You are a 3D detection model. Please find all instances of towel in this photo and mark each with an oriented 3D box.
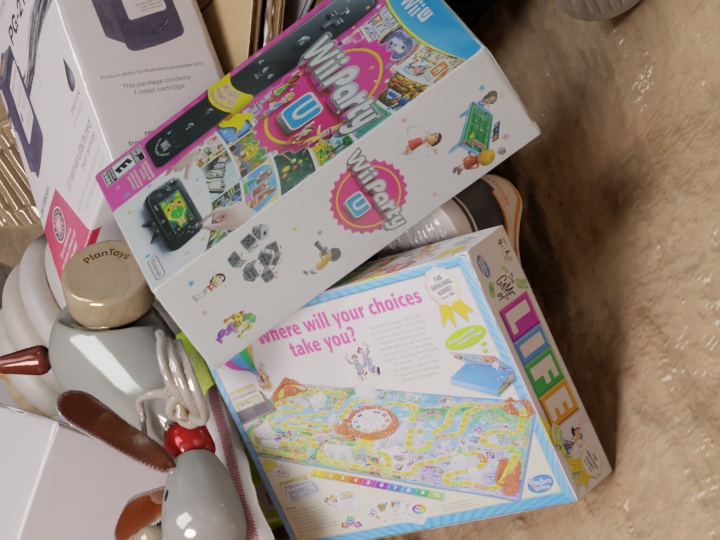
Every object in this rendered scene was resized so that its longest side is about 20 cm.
[{"bbox_3d":[-0.073,0.180,1.581,0.147,0.030,0.201,-112,28,-53],"label":"towel"}]

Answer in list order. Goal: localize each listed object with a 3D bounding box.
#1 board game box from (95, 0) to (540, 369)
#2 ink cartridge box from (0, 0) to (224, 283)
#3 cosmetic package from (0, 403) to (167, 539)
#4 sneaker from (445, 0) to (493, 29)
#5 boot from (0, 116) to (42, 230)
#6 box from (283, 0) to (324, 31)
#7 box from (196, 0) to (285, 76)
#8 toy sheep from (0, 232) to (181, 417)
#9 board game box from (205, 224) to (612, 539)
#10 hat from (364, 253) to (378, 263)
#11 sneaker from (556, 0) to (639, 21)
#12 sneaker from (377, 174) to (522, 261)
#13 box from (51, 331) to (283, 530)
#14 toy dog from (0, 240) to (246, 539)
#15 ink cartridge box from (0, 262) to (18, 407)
[{"bbox_3d":[-0.025,-0.059,1.484,0.200,0.064,0.148,-36,31,1],"label":"board game box"},{"bbox_3d":[-0.143,-0.110,1.649,0.145,0.084,0.201,117,138,-55],"label":"ink cartridge box"},{"bbox_3d":[-0.190,0.181,1.631,0.107,0.085,0.201,13,83,58],"label":"cosmetic package"},{"bbox_3d":[0.043,-0.132,1.656,0.200,0.075,0.088,-54,35,39],"label":"sneaker"},{"bbox_3d":[-0.151,-0.090,1.825,0.199,0.073,0.166,-23,9,9],"label":"boot"},{"bbox_3d":[-0.033,-0.139,1.656,0.201,0.060,0.117,-66,30,22],"label":"box"},{"bbox_3d":[-0.089,-0.180,1.658,0.200,0.021,0.165,-150,62,-62],"label":"box"},{"bbox_3d":[-0.150,0.021,1.794,0.200,0.137,0.138,-48,35,30],"label":"toy sheep"},{"bbox_3d":[0.017,0.063,1.476,0.199,0.135,0.034,-15,14,44],"label":"board game box"},{"bbox_3d":[0.000,0.000,1.595,0.200,0.200,0.081,-39,80,39],"label":"hat"},{"bbox_3d":[0.159,-0.234,1.534,0.200,0.072,0.115,-42,35,36],"label":"sneaker"},{"bbox_3d":[0.042,0.042,1.531,0.078,0.079,0.201,32,125,27],"label":"sneaker"},{"bbox_3d":[-0.120,0.120,1.707,0.200,0.048,0.123,-33,75,43],"label":"box"},{"bbox_3d":[-0.130,0.075,1.528,0.096,0.133,0.200,-21,26,-5],"label":"toy dog"},{"bbox_3d":[-0.277,0.043,1.905,0.084,0.199,0.145,-56,32,17],"label":"ink cartridge box"}]
